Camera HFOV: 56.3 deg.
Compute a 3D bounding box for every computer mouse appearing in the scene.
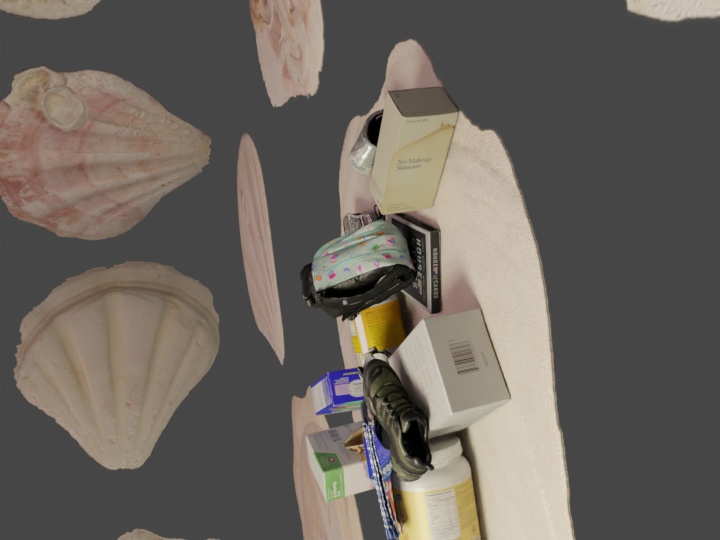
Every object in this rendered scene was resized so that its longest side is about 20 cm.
[{"bbox_3d":[0.017,-0.096,1.471,0.199,0.043,0.112,15,117,65],"label":"computer mouse"}]

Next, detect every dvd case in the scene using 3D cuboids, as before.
[{"bbox_3d":[0.099,-0.021,1.271,0.200,0.024,0.154,-141,45,-66],"label":"dvd case"}]

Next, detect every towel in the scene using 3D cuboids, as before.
[{"bbox_3d":[0.032,0.336,1.151,0.145,0.023,0.205,-134,32,-86],"label":"towel"}]

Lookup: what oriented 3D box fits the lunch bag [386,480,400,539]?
[{"bbox_3d":[0.100,0.441,1.371,0.178,0.080,0.203,-115,24,-43],"label":"lunch bag"}]

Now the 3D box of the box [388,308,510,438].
[{"bbox_3d":[0.137,0.176,1.102,0.201,0.104,0.155,119,138,-62],"label":"box"}]

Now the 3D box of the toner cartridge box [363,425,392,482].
[{"bbox_3d":[0.078,0.310,1.295,0.201,0.042,0.096,-53,31,32],"label":"toner cartridge box"}]

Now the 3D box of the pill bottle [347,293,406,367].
[{"bbox_3d":[0.031,0.104,1.369,0.113,0.111,0.205,171,85,-72],"label":"pill bottle"}]

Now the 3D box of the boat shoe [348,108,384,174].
[{"bbox_3d":[0.037,-0.248,1.215,0.072,0.069,0.202,-49,11,39],"label":"boat shoe"}]

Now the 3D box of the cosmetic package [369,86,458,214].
[{"bbox_3d":[0.084,-0.195,1.116,0.202,0.101,0.074,101,153,-48],"label":"cosmetic package"}]

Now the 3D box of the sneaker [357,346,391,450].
[{"bbox_3d":[0.038,0.215,1.211,0.131,0.078,0.201,59,-159,-27],"label":"sneaker"}]

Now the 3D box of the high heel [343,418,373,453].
[{"bbox_3d":[0.041,0.320,1.405,0.202,0.139,0.072,103,153,-48],"label":"high heel"}]

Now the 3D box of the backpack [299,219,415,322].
[{"bbox_3d":[0.000,0.000,1.240,0.166,0.197,0.129,24,-136,-64],"label":"backpack"}]

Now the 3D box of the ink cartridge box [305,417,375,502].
[{"bbox_3d":[-0.009,0.419,1.517,0.145,0.196,0.089,-137,38,-61],"label":"ink cartridge box"}]

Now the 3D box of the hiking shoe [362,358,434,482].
[{"bbox_3d":[0.069,0.227,1.075,0.203,0.074,0.101,66,149,16],"label":"hiking shoe"}]

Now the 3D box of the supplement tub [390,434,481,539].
[{"bbox_3d":[0.128,0.401,1.166,0.145,0.142,0.205,166,95,-72],"label":"supplement tub"}]

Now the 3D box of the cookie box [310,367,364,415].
[{"bbox_3d":[-0.009,0.266,1.500,0.200,0.167,0.077,129,133,-67],"label":"cookie box"}]
